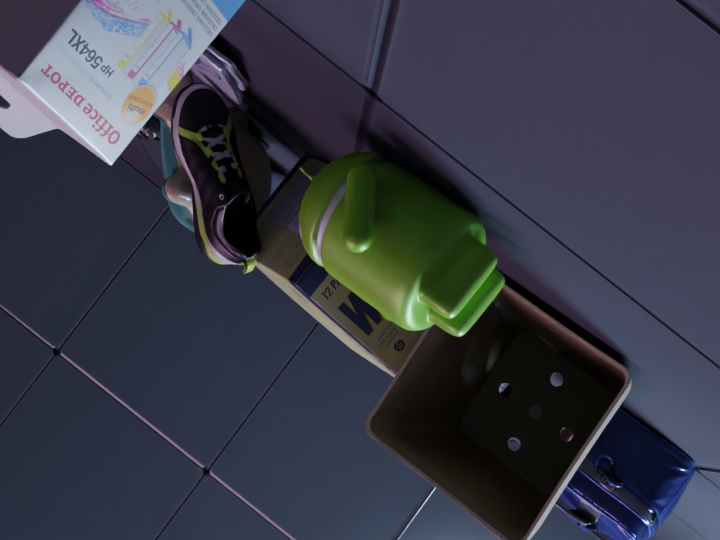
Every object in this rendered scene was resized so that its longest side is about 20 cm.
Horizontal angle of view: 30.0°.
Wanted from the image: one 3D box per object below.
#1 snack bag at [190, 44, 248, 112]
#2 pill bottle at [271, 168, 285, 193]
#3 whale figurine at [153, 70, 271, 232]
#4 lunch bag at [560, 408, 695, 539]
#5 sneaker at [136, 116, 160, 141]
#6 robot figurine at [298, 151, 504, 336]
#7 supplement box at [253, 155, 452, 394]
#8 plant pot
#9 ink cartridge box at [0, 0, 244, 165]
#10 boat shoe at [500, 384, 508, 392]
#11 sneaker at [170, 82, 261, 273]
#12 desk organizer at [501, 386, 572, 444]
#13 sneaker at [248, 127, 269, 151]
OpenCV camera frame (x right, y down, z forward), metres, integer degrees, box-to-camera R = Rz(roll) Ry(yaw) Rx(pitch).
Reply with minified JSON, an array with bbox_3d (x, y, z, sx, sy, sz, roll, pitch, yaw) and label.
[{"bbox_3d":[-0.188,-0.237,1.360,0.188,0.021,0.200,39,177,7],"label":"snack bag"},{"bbox_3d":[-0.146,-0.087,1.778,0.112,0.112,0.199,43,172,-40],"label":"pill bottle"},{"bbox_3d":[-0.185,-0.130,1.500,0.103,0.160,0.201,-6,127,39],"label":"whale figurine"},{"bbox_3d":[0.296,0.248,1.559,0.135,0.133,0.200,36,174,18],"label":"lunch bag"},{"bbox_3d":[-0.340,-0.243,2.030,0.104,0.060,0.200,39,179,-1],"label":"sneaker"},{"bbox_3d":[0.029,-0.027,1.178,0.199,0.116,0.176,36,171,26],"label":"robot figurine"},{"bbox_3d":[0.000,0.000,1.454,0.200,0.135,0.199,41,174,-26],"label":"supplement box"},{"bbox_3d":[0.158,0.141,1.373,0.199,0.201,0.177,35,-176,23],"label":"plant pot"},{"bbox_3d":[-0.194,-0.184,0.936,0.125,0.201,0.129,34,173,31],"label":"ink cartridge box"},{"bbox_3d":[0.126,0.105,1.809,0.199,0.067,0.070,34,173,32],"label":"boat shoe"},{"bbox_3d":[-0.138,-0.098,1.408,0.082,0.071,0.203,8,115,51],"label":"sneaker"},{"bbox_3d":[0.212,0.181,1.811,0.199,0.077,0.072,35,173,30],"label":"desk organizer"},{"bbox_3d":[-0.178,-0.154,1.641,0.066,0.079,0.199,44,170,-33],"label":"sneaker"}]
